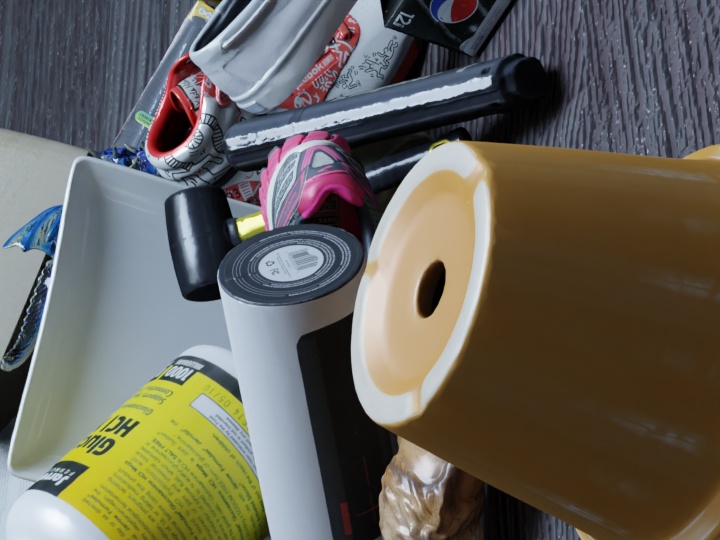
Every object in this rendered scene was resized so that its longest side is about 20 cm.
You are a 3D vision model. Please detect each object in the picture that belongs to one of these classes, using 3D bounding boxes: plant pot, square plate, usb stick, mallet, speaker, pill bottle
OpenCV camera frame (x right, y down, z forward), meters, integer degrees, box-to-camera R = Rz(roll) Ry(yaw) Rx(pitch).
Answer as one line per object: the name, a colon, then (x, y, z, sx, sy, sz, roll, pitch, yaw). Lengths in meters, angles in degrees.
plant pot: (0.104, 0.027, 1.095, 0.200, 0.183, 0.201, -47, 34, 47)
square plate: (-0.103, 0.050, 1.534, 0.028, 0.200, 0.199, 161, 122, -67)
usb stick: (0.011, -0.090, 1.450, 0.200, 0.055, 0.033, -11, 91, 31)
mallet: (-0.028, -0.050, 1.472, 0.200, 0.041, 0.066, -28, 69, 20)
speaker: (-0.022, 0.079, 1.365, 0.081, 0.081, 0.200, -115, 13, -58)
plant pot: (-0.292, -0.009, 1.703, 0.200, 0.177, 0.200, 108, -176, -85)
pill bottle: (-0.125, 0.142, 1.426, 0.200, 0.113, 0.112, -42, 8, -28)

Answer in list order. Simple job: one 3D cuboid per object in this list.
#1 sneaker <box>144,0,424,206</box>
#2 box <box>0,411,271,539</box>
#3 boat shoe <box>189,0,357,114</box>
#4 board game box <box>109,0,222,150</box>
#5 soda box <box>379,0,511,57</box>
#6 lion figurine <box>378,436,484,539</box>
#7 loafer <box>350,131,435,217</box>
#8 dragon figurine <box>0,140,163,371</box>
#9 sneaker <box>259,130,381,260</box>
sneaker: (-0.048, -0.122, 1.580, 0.201, 0.108, 0.067, -51, 40, 2)
box: (-0.153, 0.147, 1.645, 0.200, 0.152, 0.107, -44, 34, 48)
boat shoe: (-0.033, -0.191, 1.499, 0.200, 0.068, 0.072, -56, 26, -4)
board game box: (-0.117, -0.105, 1.734, 0.166, 0.057, 0.200, -60, 0, 9)
soda box: (0.046, -0.225, 1.554, 0.071, 0.063, 0.200, -56, 28, 37)
lion figurine: (0.062, 0.072, 1.296, 0.123, 0.072, 0.200, -85, 14, -60)
loafer: (0.000, 0.000, 1.506, 0.068, 0.076, 0.200, 27, 91, 30)
dragon figurine: (-0.179, -0.013, 1.569, 0.059, 0.200, 0.100, -13, 105, 48)
sneaker: (-0.016, 0.026, 1.419, 0.075, 0.080, 0.200, -124, 20, -68)
